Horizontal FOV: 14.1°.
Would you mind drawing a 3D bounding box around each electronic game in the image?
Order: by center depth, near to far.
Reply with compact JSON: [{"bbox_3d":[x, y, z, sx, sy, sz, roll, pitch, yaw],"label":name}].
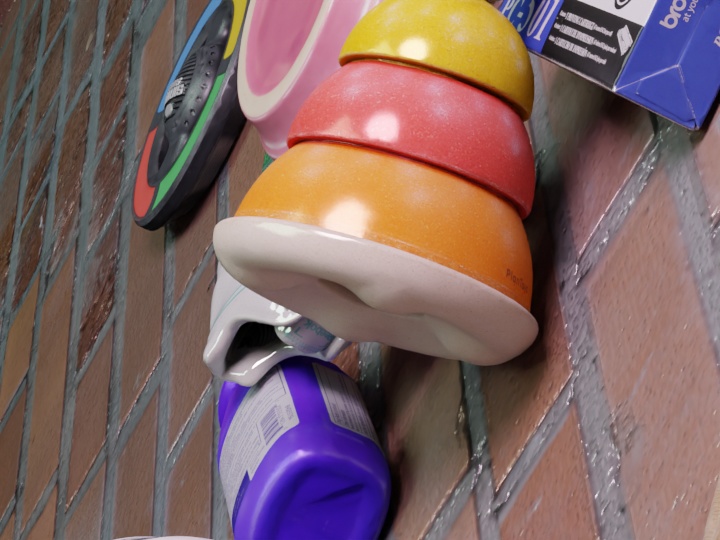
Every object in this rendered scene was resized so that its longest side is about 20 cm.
[{"bbox_3d":[-0.113,-0.122,2.034,0.200,0.041,0.200,-57,18,31],"label":"electronic game"}]

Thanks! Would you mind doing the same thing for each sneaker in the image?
[{"bbox_3d":[0.000,0.000,1.367,0.200,0.070,0.080,-31,29,41],"label":"sneaker"}]

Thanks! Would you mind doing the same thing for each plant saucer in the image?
[{"bbox_3d":[-0.014,-0.146,1.558,0.201,0.051,0.201,-53,27,42],"label":"plant saucer"}]

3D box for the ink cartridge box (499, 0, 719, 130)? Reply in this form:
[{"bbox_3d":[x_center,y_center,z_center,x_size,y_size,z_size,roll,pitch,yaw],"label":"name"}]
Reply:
[{"bbox_3d":[0.117,-0.124,1.248,0.094,0.044,0.200,-64,15,5],"label":"ink cartridge box"}]

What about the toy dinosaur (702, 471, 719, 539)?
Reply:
[{"bbox_3d":[0.120,0.099,0.931,0.106,0.060,0.201,-26,43,31],"label":"toy dinosaur"}]

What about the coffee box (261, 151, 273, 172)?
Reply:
[{"bbox_3d":[0.009,-0.143,1.643,0.200,0.044,0.123,-50,25,49],"label":"coffee box"}]

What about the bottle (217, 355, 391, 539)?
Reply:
[{"bbox_3d":[-0.033,0.085,1.420,0.084,0.065,0.200,-64,15,13],"label":"bottle"}]

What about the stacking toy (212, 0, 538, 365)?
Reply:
[{"bbox_3d":[0.031,-0.070,1.261,0.146,0.146,0.201,-16,54,71],"label":"stacking toy"}]

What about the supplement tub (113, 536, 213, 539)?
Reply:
[{"bbox_3d":[-0.093,0.190,1.312,0.200,0.140,0.141,153,138,-78],"label":"supplement tub"}]
